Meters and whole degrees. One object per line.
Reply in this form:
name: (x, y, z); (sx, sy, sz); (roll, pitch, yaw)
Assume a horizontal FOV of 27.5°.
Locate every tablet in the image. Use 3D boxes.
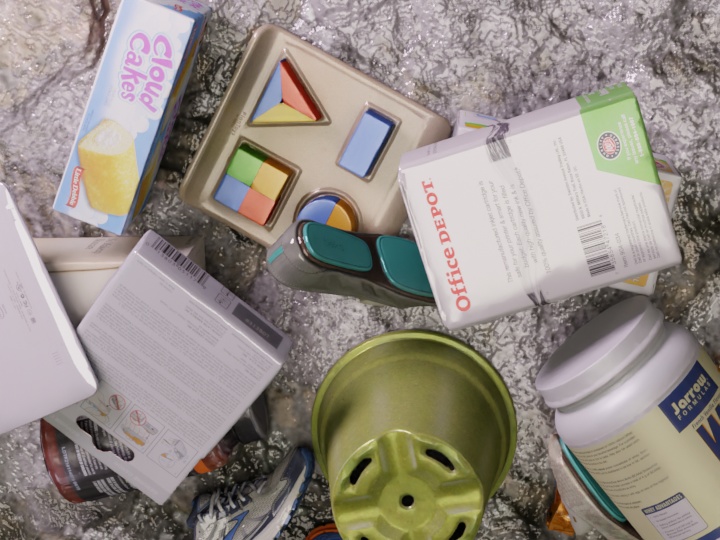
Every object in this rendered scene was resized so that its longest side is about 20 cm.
tablet: (-0.316, 0.036, 1.286); (0.130, 0.014, 0.201); (-23, 93, 27)

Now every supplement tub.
supplement tub: (0.258, 0.137, 1.256); (0.145, 0.145, 0.200); (-38, 97, 12)
supplement tub: (-0.190, 0.145, 1.373); (0.199, 0.107, 0.108); (-14, 103, 7)

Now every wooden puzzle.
wooden puzzle: (-0.043, -0.097, 1.332); (0.199, 0.046, 0.186); (27, 104, -3)

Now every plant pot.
plant pot: (0.045, 0.176, 1.322); (0.199, 0.184, 0.202); (1, 105, 4)

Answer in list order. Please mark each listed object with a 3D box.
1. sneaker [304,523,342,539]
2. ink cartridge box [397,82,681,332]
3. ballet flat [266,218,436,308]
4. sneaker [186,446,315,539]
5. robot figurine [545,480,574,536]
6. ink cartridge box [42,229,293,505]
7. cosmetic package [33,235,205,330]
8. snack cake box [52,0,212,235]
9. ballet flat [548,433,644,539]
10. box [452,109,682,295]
sneaker: (-0.011, 0.349, 1.424); (0.075, 0.078, 0.201); (-21, 101, 10)
ink cartridge box: (0.144, -0.052, 1.204); (0.199, 0.084, 0.146); (-16, 102, 8)
ballet flat: (0.000, 0.000, 1.318); (0.199, 0.068, 0.064); (15, 141, -40)
sneaker: (-0.121, 0.239, 1.408); (0.085, 0.077, 0.200); (38, 103, -1)
robot figurine: (0.254, 0.166, 1.370); (0.144, 0.058, 0.201); (22, 105, -2)
ink cartridge box: (-0.179, 0.088, 1.292); (0.162, 0.057, 0.200); (38, 121, -6)
cosmetic package: (-0.246, 0.014, 1.346); (0.198, 0.104, 0.074); (-2, 105, 4)
snack cake box: (-0.199, -0.144, 1.297); (0.067, 0.115, 0.201); (21, 105, -2)
ballet flat: (0.227, 0.232, 1.327); (0.200, 0.067, 0.062); (44, 114, -7)
box: (0.170, -0.062, 1.296); (0.199, 0.101, 0.113); (13, 105, 1)
